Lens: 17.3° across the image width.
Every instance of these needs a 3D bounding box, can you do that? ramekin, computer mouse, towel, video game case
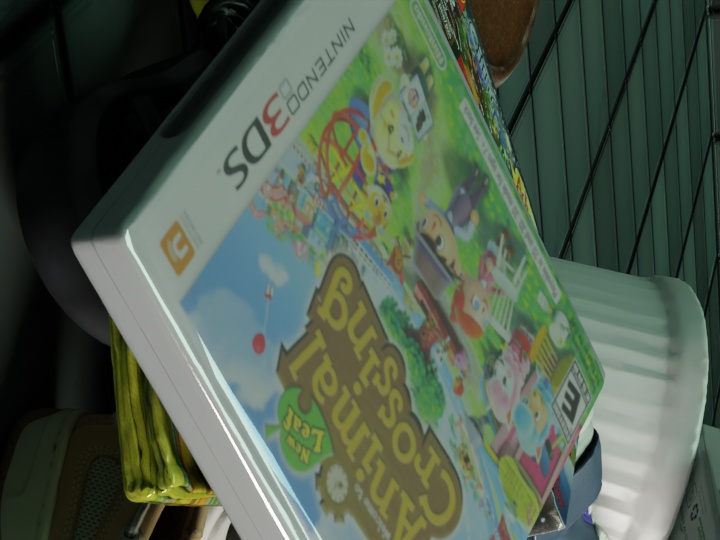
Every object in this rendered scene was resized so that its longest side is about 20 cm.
[{"bbox_3d":[0.089,0.086,1.205,0.200,0.098,0.201,-163,-90,-78],"label":"ramekin"},{"bbox_3d":[-0.062,-0.018,0.797,0.139,0.053,0.200,66,22,-2],"label":"computer mouse"},{"bbox_3d":[-0.023,0.032,0.753,0.200,0.018,0.086,14,68,-65],"label":"towel"},{"bbox_3d":[0.005,0.015,0.730,0.200,0.022,0.182,63,39,-27],"label":"video game case"}]

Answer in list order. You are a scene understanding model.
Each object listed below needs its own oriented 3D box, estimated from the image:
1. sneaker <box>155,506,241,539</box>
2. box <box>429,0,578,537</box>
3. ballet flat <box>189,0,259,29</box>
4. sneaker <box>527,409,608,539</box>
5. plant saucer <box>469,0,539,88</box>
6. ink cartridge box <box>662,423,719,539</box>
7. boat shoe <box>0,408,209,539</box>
[{"bbox_3d":[-0.028,0.069,0.861,0.074,0.079,0.200,-60,-173,27],"label":"sneaker"},{"bbox_3d":[0.036,-0.017,0.876,0.137,0.038,0.200,-67,140,-68],"label":"box"},{"bbox_3d":[-0.034,-0.116,0.908,0.067,0.067,0.200,-57,159,-6],"label":"ballet flat"},{"bbox_3d":[0.087,0.105,1.050,0.200,0.081,0.147,20,85,-57],"label":"sneaker"},{"bbox_3d":[0.047,-0.159,0.999,0.200,0.034,0.200,5,90,-71],"label":"plant saucer"},{"bbox_3d":[0.140,0.179,1.156,0.095,0.037,0.200,-91,-156,-55],"label":"ink cartridge box"},{"bbox_3d":[-0.081,0.131,0.706,0.072,0.076,0.200,64,29,-60],"label":"boat shoe"}]
